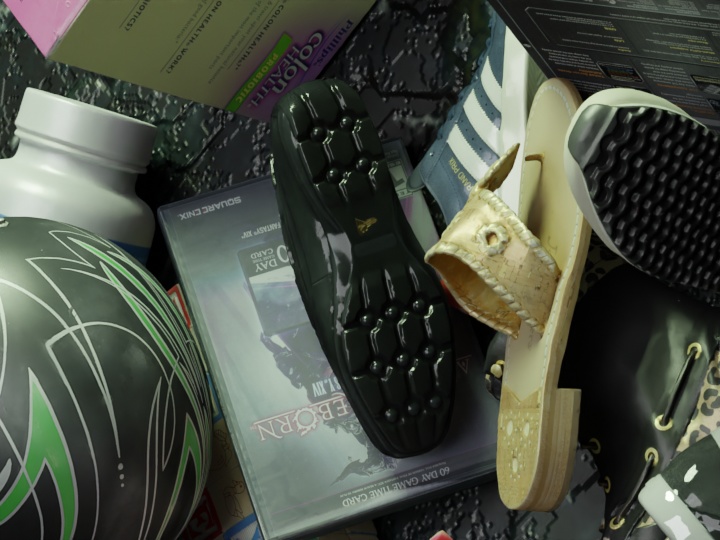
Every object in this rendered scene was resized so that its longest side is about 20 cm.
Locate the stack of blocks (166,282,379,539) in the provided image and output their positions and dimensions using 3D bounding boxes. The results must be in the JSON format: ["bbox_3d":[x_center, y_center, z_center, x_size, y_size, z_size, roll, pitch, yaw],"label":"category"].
[{"bbox_3d":[-0.052,0.095,1.262,0.115,0.058,0.201,-35,64,27],"label":"stack of blocks"}]

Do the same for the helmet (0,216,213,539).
[{"bbox_3d":[-0.171,0.076,1.197,0.190,0.200,0.201,-39,62,20],"label":"helmet"}]

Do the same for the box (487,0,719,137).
[{"bbox_3d":[0.166,-0.108,1.063,0.199,0.158,0.049,13,69,41],"label":"box"}]

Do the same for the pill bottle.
[{"bbox_3d":[-0.184,0.000,1.344,0.112,0.112,0.202,19,93,37],"label":"pill bottle"}]

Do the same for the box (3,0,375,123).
[{"bbox_3d":[-0.078,-0.191,1.239,0.176,0.199,0.097,-51,57,19],"label":"box"}]

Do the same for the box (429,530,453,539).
[{"bbox_3d":[-0.006,0.232,1.080,0.095,0.100,0.200,45,113,4],"label":"box"}]

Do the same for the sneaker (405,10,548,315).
[{"bbox_3d":[0.066,-0.074,1.191,0.084,0.075,0.202,1,83,34],"label":"sneaker"}]

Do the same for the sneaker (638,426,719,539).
[{"bbox_3d":[0.229,0.139,1.016,0.112,0.073,0.200,-43,87,4],"label":"sneaker"}]

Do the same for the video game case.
[{"bbox_3d":[-0.013,0.035,1.216,0.142,0.019,0.201,-17,67,-8],"label":"video game case"}]

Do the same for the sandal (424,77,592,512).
[{"bbox_3d":[0.065,0.006,1.086,0.078,0.069,0.214,155,119,-68],"label":"sandal"}]

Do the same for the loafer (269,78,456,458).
[{"bbox_3d":[0.000,0.000,1.188,0.070,0.068,0.202,147,107,-73],"label":"loafer"}]

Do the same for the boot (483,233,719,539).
[{"bbox_3d":[0.123,0.091,1.123,0.150,0.073,0.201,35,102,35],"label":"boot"}]

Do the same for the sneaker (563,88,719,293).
[{"bbox_3d":[0.136,-0.040,1.060,0.093,0.199,0.071,34,98,41],"label":"sneaker"}]
